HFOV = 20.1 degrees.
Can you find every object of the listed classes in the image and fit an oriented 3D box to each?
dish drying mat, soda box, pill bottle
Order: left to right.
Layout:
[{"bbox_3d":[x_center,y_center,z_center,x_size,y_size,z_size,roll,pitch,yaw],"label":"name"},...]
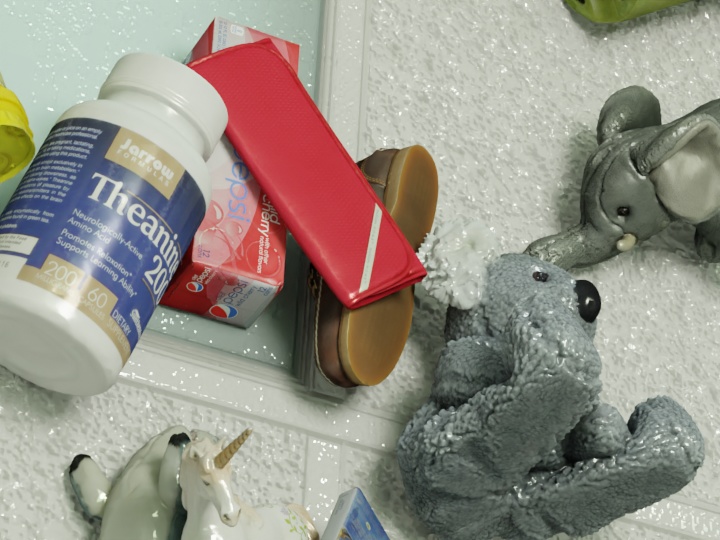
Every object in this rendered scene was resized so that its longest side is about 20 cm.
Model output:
[{"bbox_3d":[-0.159,-0.033,1.256,0.110,0.111,0.201,31,62,-11],"label":"pill bottle"},{"bbox_3d":[-0.088,-0.068,1.369,0.070,0.063,0.201,16,56,-22],"label":"soda box"},{"bbox_3d":[-0.035,-0.067,1.338,0.076,0.018,0.201,-23,72,-36],"label":"dish drying mat"}]

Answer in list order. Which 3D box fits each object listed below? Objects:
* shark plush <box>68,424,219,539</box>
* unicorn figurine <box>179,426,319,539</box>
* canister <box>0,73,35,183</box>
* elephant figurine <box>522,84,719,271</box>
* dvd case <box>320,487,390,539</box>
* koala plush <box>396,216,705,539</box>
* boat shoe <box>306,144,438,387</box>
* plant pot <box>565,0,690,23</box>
[{"bbox_3d":[-0.110,0.183,1.213,0.083,0.090,0.201,34,39,-49],"label":"shark plush"},{"bbox_3d":[-0.069,0.169,1.192,0.073,0.200,0.139,-6,82,10],"label":"unicorn figurine"},{"bbox_3d":[-0.300,-0.137,1.244,0.147,0.087,0.201,-22,71,-3],"label":"canister"},{"bbox_3d":[0.225,-0.071,1.505,0.199,0.141,0.157,9,64,-31],"label":"elephant figurine"},{"bbox_3d":[0.007,0.234,1.198,0.143,0.017,0.200,61,20,-14],"label":"dvd case"},{"bbox_3d":[0.104,0.064,1.358,0.177,0.183,0.201,37,31,-35],"label":"koala plush"},{"bbox_3d":[0.000,0.000,1.383,0.071,0.070,0.201,57,37,-36],"label":"boat shoe"},{"bbox_3d":[0.245,-0.291,1.632,0.183,0.200,0.201,-27,78,-27],"label":"plant pot"}]
